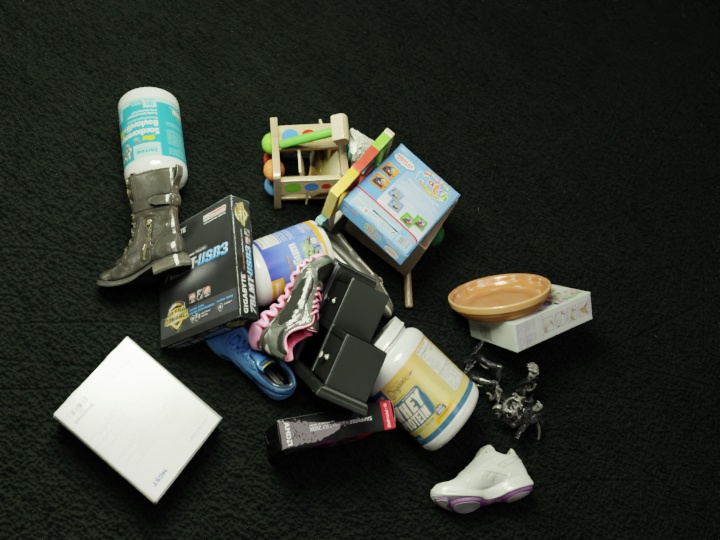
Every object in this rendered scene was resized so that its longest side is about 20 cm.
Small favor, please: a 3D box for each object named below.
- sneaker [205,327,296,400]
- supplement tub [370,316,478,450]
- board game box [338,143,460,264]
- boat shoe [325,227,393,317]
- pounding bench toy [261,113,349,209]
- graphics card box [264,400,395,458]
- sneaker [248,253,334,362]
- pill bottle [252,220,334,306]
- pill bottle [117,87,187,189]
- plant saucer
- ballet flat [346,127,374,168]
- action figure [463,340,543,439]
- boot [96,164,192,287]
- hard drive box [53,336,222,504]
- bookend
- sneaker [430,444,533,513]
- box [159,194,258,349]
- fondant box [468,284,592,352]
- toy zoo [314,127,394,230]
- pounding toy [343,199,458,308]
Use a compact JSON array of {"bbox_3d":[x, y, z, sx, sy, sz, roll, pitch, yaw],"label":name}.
[{"bbox_3d":[-0.186,0.139,1.084,0.199,0.079,0.066,40,64,1],"label":"sneaker"},{"bbox_3d":[0.094,0.196,1.123,0.199,0.145,0.145,42,62,1],"label":"supplement tub"},{"bbox_3d":[0.074,-0.125,1.162,0.151,0.037,0.200,41,54,5],"label":"board game box"},{"bbox_3d":[0.000,0.000,1.211,0.200,0.067,0.057,45,66,5],"label":"boat shoe"},{"bbox_3d":[-0.103,-0.215,1.171,0.151,0.201,0.128,-3,69,-8],"label":"pounding bench toy"},{"bbox_3d":[-0.052,0.262,1.056,0.195,0.126,0.052,-4,71,-22],"label":"graphics card box"},{"bbox_3d":[-0.093,0.065,1.059,0.094,0.079,0.202,28,72,28],"label":"sneaker"},{"bbox_3d":[-0.152,-0.005,1.132,0.197,0.112,0.114,-23,78,-26],"label":"pill bottle"},{"bbox_3d":[-0.366,-0.210,1.136,0.108,0.111,0.205,-6,71,-21],"label":"pill bottle"},{"bbox_3d":[0.267,0.053,1.228,0.196,0.199,0.038,-18,106,-24],"label":"plant saucer"},{"bbox_3d":[-0.001,-0.233,1.232,0.070,0.200,0.074,-1,97,-5],"label":"ballet flat"},{"bbox_3d":[0.282,0.230,1.204,0.198,0.102,0.119,38,50,0],"label":"action figure"},{"bbox_3d":[-0.359,-0.071,1.052,0.195,0.069,0.179,-16,83,17],"label":"boot"},{"bbox_3d":[-0.339,0.232,0.991,0.199,0.077,0.157,40,62,0],"label":"hard drive box"},{"bbox_3d":[-0.020,0.101,1.048,0.091,0.199,0.203,25,88,-20],"label":"bookend"},{"bbox_3d":[0.209,0.372,1.149,0.195,0.076,0.101,-3,52,-21],"label":"sneaker"},{"bbox_3d":[-0.254,0.007,1.050,0.049,0.197,0.204,15,61,-52],"label":"box"},{"bbox_3d":[0.329,0.086,1.247,0.196,0.143,0.060,-19,105,-24],"label":"fondant box"},{"bbox_3d":[-0.014,-0.153,1.159,0.020,0.132,0.201,37,67,7],"label":"toy zoo"},{"bbox_3d":[0.083,-0.077,1.249,0.198,0.143,0.185,36,54,2],"label":"pounding toy"}]
